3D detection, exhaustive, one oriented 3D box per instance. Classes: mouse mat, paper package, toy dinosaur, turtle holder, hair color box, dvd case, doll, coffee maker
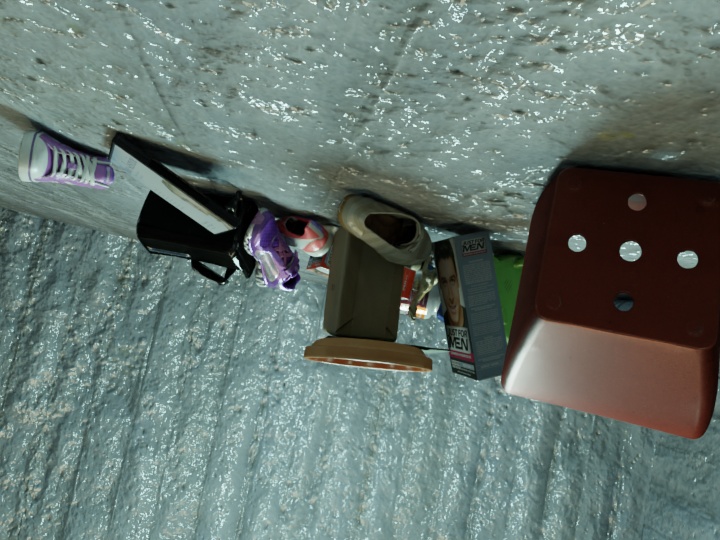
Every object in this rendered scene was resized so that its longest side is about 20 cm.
[{"bbox_3d":[0.036,0.123,0.962,0.192,0.008,0.161,8,170,-6],"label":"mouse mat"},{"bbox_3d":[0.002,0.019,0.999,0.100,0.198,0.200,7,175,-9],"label":"paper package"},{"bbox_3d":[0.142,0.013,1.200,0.057,0.200,0.103,30,141,20],"label":"toy dinosaur"},{"bbox_3d":[0.220,0.040,0.994,0.181,0.146,0.130,15,175,-36],"label":"turtle holder"},{"bbox_3d":[0.000,0.000,1.188,0.195,0.066,0.110,22,171,-18],"label":"hair color box"},{"bbox_3d":[-0.275,-0.119,0.866,0.198,0.018,0.142,37,166,-21],"label":"dvd case"},{"bbox_3d":[0.163,0.051,0.886,0.058,0.208,0.099,-9,180,-14],"label":"hair color box"},{"bbox_3d":[0.114,-0.003,1.291,0.131,0.050,0.200,11,175,8],"label":"doll"},{"bbox_3d":[-0.287,-0.089,1.061,0.193,0.137,0.196,11,133,8],"label":"coffee maker"}]

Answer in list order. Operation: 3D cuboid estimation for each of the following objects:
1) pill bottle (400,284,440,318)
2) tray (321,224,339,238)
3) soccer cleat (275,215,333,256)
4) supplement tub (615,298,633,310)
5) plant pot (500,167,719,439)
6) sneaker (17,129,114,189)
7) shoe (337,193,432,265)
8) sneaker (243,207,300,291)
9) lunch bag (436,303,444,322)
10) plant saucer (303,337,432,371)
[{"bbox_3d":[0.129,0.053,1.465,0.193,0.118,0.114,12,175,6],"label":"pill bottle"},{"bbox_3d":[-0.084,-0.071,1.206,0.196,0.023,0.106,7,171,45],"label":"tray"},{"bbox_3d":[-0.137,-0.077,1.120,0.196,0.069,0.074,13,153,41],"label":"soccer cleat"},{"bbox_3d":[0.534,0.128,1.149,0.136,0.146,0.199,14,174,-21],"label":"supplement tub"},{"bbox_3d":[0.237,0.016,0.543,0.193,0.206,0.177,10,162,21],"label":"plant pot"},{"bbox_3d":[-0.435,-0.162,0.896,0.110,0.075,0.200,10,-174,-12],"label":"sneaker"},{"bbox_3d":[0.048,-0.050,0.850,0.053,0.072,0.197,18,177,45],"label":"shoe"},{"bbox_3d":[-0.150,-0.029,1.068,0.086,0.081,0.203,25,150,18],"label":"sneaker"},{"bbox_3d":[0.253,0.072,1.308,0.133,0.136,0.200,27,177,4],"label":"lunch bag"},{"bbox_3d":[0.012,0.126,0.889,0.193,0.034,0.201,6,168,1],"label":"plant saucer"}]
